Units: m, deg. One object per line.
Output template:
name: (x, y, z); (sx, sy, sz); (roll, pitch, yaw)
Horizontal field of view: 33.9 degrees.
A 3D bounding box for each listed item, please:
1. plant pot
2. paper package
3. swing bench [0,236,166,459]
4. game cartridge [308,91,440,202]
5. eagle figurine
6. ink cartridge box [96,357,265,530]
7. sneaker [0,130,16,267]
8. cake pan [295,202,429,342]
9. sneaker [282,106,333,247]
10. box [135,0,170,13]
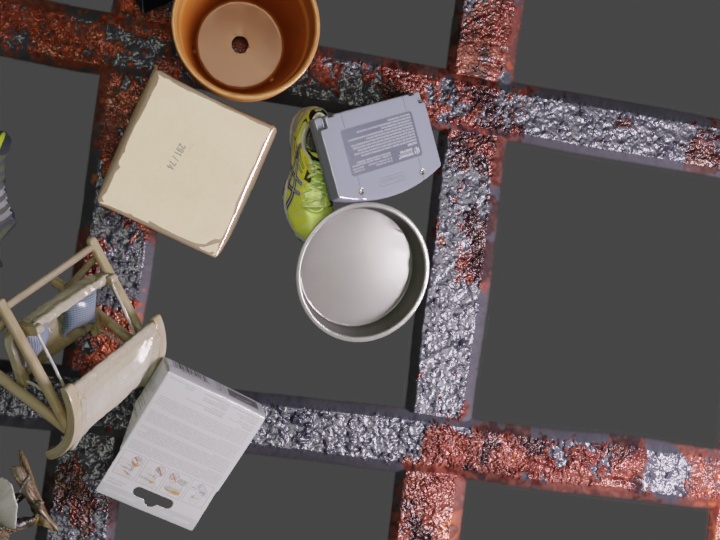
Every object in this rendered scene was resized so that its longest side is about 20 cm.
plant pot: (-0.162, -0.326, 1.632); (0.198, 0.140, 0.202); (0, 88, -9)
paper package: (-0.237, -0.146, 1.619); (0.189, 0.103, 0.202); (25, 92, -8)
swing bench: (-0.373, 0.100, 1.541); (0.200, 0.130, 0.199); (50, 38, -4)
game cartridge: (0.023, -0.169, 1.671); (0.199, 0.040, 0.135); (-20, 94, -36)
eagle figurine: (-0.508, 0.352, 1.560); (0.199, 0.152, 0.152); (-27, 113, -15)
ink cartridge box: (-0.251, 0.241, 1.634); (0.162, 0.057, 0.201); (29, 104, -25)
sneaker: (-0.508, -0.093, 1.606); (0.081, 0.073, 0.202); (27, 68, -46)
cake pan: (0.000, 0.000, 1.678); (0.198, 0.037, 0.203); (-4, 104, -17)
sneaker: (-0.072, -0.134, 1.674); (0.075, 0.076, 0.202); (-4, 90, -12)
box: (-0.260, -0.497, 1.632); (0.199, 0.117, 0.198); (-28, 92, -11)
